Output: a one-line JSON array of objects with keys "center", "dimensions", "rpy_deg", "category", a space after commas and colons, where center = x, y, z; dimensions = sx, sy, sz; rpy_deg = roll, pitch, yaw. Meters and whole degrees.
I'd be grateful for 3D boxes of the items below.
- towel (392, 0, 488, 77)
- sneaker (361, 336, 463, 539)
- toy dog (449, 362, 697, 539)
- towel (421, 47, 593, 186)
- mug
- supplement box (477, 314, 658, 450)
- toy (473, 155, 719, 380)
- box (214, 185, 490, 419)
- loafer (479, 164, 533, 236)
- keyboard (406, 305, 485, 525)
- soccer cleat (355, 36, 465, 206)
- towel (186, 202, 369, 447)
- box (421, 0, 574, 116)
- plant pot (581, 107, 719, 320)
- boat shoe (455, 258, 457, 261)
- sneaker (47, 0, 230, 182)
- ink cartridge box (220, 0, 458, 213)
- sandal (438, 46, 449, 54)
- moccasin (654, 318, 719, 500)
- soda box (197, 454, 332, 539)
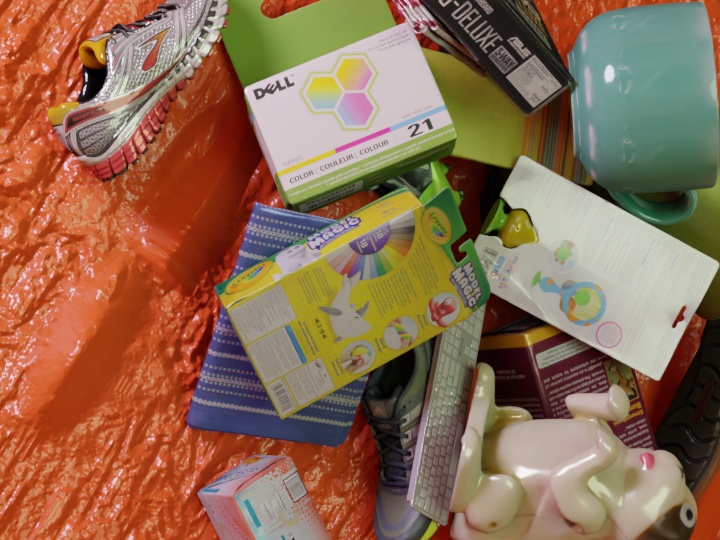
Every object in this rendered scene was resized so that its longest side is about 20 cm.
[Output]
[{"center": [0.030, -0.251, 1.473], "dimensions": [0.200, 0.023, 0.144], "rpy_deg": [58, 16, 20], "category": "towel"}, {"center": [0.032, 0.136, 1.500], "dimensions": [0.081, 0.074, 0.201], "rpy_deg": [22, 67, -49], "category": "sneaker"}, {"center": [0.177, 0.188, 1.471], "dimensions": [0.199, 0.140, 0.195], "rpy_deg": [10, 112, 7], "category": "toy dog"}, {"center": [0.114, -0.131, 1.521], "dimensions": [0.199, 0.018, 0.087], "rpy_deg": [11, 81, -22], "category": "towel"}, {"center": [0.231, -0.125, 1.477], "dimensions": [0.114, 0.152, 0.186], "rpy_deg": [-4, 95, 5], "category": "mug"}, {"center": [0.189, 0.136, 1.597], "dimensions": [0.110, 0.086, 0.201], "rpy_deg": [-20, 96, -31], "category": "supplement box"}, {"center": [0.193, -0.003, 1.539], "dimensions": [0.199, 0.047, 0.116], "rpy_deg": [28, 92, -11], "category": "toy"}, {"center": [-0.002, 0.018, 1.408], "dimensions": [0.199, 0.048, 0.118], "rpy_deg": [-27, 120, -5], "category": "box"}, {"center": [0.144, -0.112, 1.596], "dimensions": [0.073, 0.072, 0.201], "rpy_deg": [-10, 91, -30], "category": "loafer"}, {"center": [0.074, 0.109, 1.493], "dimensions": [0.056, 0.011, 0.201], "rpy_deg": [31, 62, -43], "category": "keyboard"}, {"center": [0.016, -0.116, 1.526], "dimensions": [0.081, 0.067, 0.201], "rpy_deg": [-31, 103, -16], "category": "soccer cleat"}, {"center": [-0.050, 0.048, 1.443], "dimensions": [0.144, 0.024, 0.201], "rpy_deg": [10, 110, -26], "category": "towel"}, {"center": [0.081, -0.237, 1.451], "dimensions": [0.050, 0.158, 0.200], "rpy_deg": [-37, 121, 16], "category": "box"}, {"center": [0.277, -0.083, 1.628], "dimensions": [0.199, 0.187, 0.188], "rpy_deg": [28, 72, -12], "category": "plant pot"}, {"center": [0.001, 0.001, 1.493], "dimensions": [0.201, 0.074, 0.063], "rpy_deg": [-2, 116, -29], "category": "boat shoe"}, {"center": [-0.171, -0.171, 1.406], "dimensions": [0.082, 0.078, 0.200], "rpy_deg": [39, 68, -22], "category": "sneaker"}, {"center": [-0.027, -0.164, 1.441], "dimensions": [0.147, 0.076, 0.201], "rpy_deg": [-22, 84, -3], "category": "ink cartridge box"}, {"center": [0.067, -0.260, 1.584], "dimensions": [0.075, 0.045, 0.201], "rpy_deg": [-17, 81, -37], "category": "sandal"}, {"center": [0.329, 0.126, 1.678], "dimensions": [0.078, 0.073, 0.202], "rpy_deg": [10, 97, -53], "category": "moccasin"}, {"center": [-0.053, 0.249, 1.450], "dimensions": [0.063, 0.068, 0.201], "rpy_deg": [-31, 102, -29], "category": "soda box"}]
